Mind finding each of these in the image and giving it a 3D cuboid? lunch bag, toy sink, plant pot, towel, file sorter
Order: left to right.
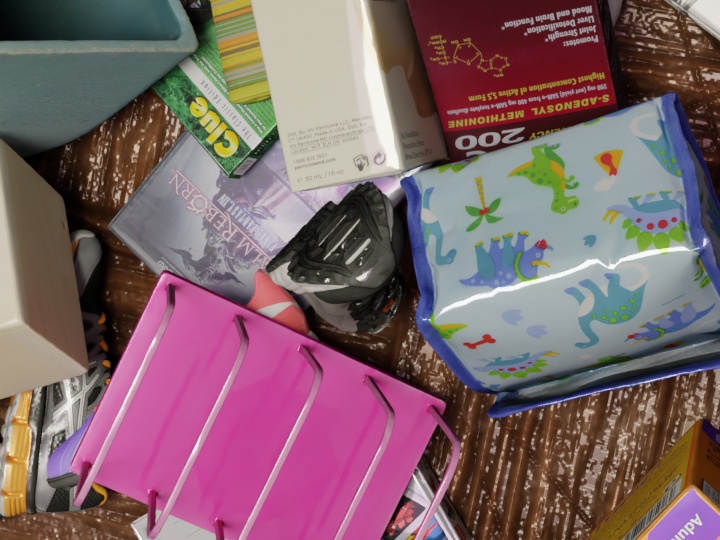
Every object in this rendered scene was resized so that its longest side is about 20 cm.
[{"bbox_3d":[-0.289,0.020,0.983,0.200,0.112,0.131,-17,66,7],"label":"toy sink"},{"bbox_3d":[-0.264,-0.161,0.982,0.200,0.196,0.197,-39,71,37],"label":"plant pot"},{"bbox_3d":[-0.061,-0.211,0.983,0.086,0.018,0.200,-12,86,24],"label":"towel"},{"bbox_3d":[-0.057,0.111,0.928,0.200,0.125,0.139,25,94,-10],"label":"file sorter"},{"bbox_3d":[0.136,0.012,0.910,0.170,0.200,0.128,-15,60,17],"label":"lunch bag"}]

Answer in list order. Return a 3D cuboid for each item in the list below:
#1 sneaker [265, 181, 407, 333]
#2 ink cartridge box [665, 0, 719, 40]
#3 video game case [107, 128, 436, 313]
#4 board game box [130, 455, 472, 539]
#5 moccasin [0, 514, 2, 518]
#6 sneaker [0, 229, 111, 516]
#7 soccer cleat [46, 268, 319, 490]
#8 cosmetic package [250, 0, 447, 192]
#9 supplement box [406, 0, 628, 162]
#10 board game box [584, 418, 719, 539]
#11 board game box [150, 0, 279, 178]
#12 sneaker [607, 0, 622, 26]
[{"bbox_3d":[0.000,0.000,0.927,0.079,0.200,0.074,44,83,-6],"label":"sneaker"},{"bbox_3d":[0.237,-0.209,0.911,0.200,0.084,0.146,39,103,8],"label":"ink cartridge box"},{"bbox_3d":[-0.058,-0.055,1.037,0.143,0.019,0.200,43,103,7],"label":"video game case"},{"bbox_3d":[-0.042,0.176,1.045,0.200,0.035,0.126,-31,86,15],"label":"board game box"},{"bbox_3d":[-0.303,0.087,1.079,0.068,0.080,0.200,-15,90,4],"label":"moccasin"},{"bbox_3d":[-0.199,0.072,1.064,0.077,0.078,0.200,10,92,-16],"label":"sneaker"},{"bbox_3d":[-0.125,0.074,1.013,0.200,0.068,0.073,-29,94,2],"label":"soccer cleat"},{"bbox_3d":[-0.013,-0.152,0.895,0.071,0.105,0.200,-10,96,19],"label":"cosmetic package"},{"bbox_3d":[0.097,-0.121,0.922,0.109,0.061,0.200,-9,125,16],"label":"supplement box"},{"bbox_3d":[0.203,0.240,0.901,0.200,0.200,0.200,42,103,7],"label":"board game box"},{"bbox_3d":[-0.112,-0.168,1.026,0.105,0.023,0.200,-44,76,13],"label":"board game box"},{"bbox_3d":[0.061,-0.178,0.967,0.200,0.081,0.084,23,113,15],"label":"sneaker"}]
